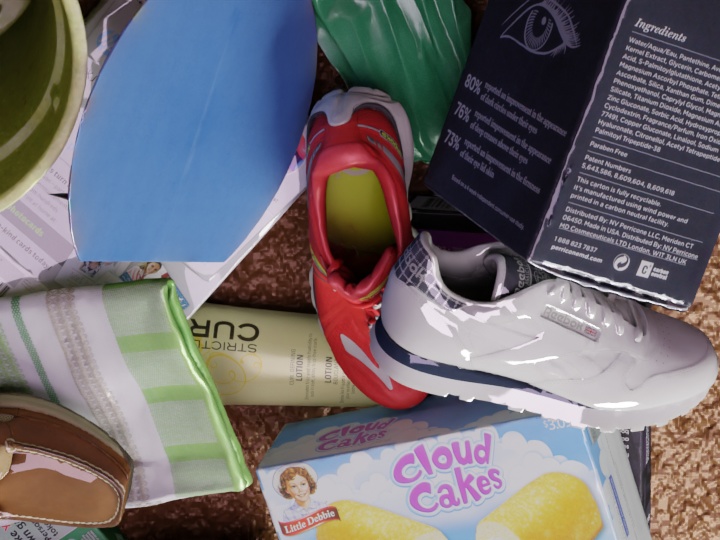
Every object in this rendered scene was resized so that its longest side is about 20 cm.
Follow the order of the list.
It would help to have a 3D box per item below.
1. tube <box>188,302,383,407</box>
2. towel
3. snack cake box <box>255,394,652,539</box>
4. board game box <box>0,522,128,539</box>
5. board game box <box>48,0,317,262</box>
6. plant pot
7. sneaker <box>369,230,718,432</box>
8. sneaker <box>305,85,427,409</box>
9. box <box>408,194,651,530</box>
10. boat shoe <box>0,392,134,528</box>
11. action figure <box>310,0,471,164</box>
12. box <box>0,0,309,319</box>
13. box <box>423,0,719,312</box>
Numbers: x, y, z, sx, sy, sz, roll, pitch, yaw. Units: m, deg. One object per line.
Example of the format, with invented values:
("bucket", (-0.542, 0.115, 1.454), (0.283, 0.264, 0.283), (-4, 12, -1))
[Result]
("tube", (-0.075, 0.051, 1.662), (0.198, 0.058, 0.052), (4, 149, 0))
("towel", (-0.174, 0.080, 1.606), (0.199, 0.031, 0.150), (-9, 122, 22))
("snack cake box", (0.054, 0.133, 1.622), (0.199, 0.067, 0.116), (-12, 108, 22))
("board game box", (-0.225, 0.165, 1.714), (0.134, 0.029, 0.200), (-33, 112, 12))
("board game box", (-0.098, -0.085, 1.503), (0.039, 0.200, 0.159), (25, 103, 29))
("plant pot", (-0.235, -0.144, 1.488), (0.199, 0.184, 0.202), (0, 114, 0))
("sneaker", (0.107, 0.030, 1.529), (0.199, 0.077, 0.081), (7, 123, -19))
("sneaker", (0.000, 0.000, 1.568), (0.076, 0.085, 0.201), (-7, 121, 10))
("box", (0.096, 0.060, 1.637), (0.142, 0.036, 0.202), (5, 110, 17))
("boat shoe", (-0.227, 0.109, 1.581), (0.199, 0.074, 0.076), (14, 125, 5))
("action figure", (0.022, -0.130, 1.583), (0.117, 0.055, 0.201), (-22, 120, 5))
("box", (-0.135, -0.046, 1.600), (0.156, 0.041, 0.200), (40, 100, -13))
("box", (0.133, -0.103, 1.475), (0.104, 0.148, 0.201), (16, 102, -25))
